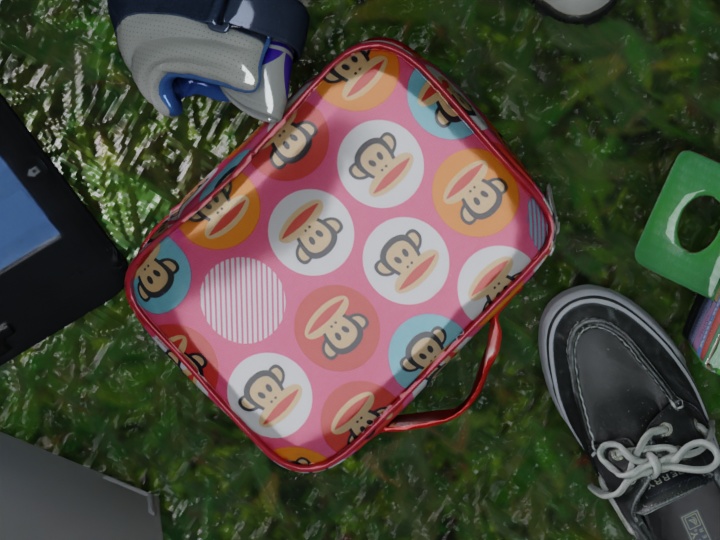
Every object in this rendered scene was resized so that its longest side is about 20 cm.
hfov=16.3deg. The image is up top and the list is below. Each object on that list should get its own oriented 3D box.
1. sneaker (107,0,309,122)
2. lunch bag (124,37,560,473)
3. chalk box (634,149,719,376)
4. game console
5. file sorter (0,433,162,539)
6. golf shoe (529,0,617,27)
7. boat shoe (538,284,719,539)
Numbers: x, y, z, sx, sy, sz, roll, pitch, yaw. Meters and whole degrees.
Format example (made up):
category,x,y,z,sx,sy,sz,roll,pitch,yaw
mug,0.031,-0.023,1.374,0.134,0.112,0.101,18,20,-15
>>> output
category,x,y,z,sx,sy,sz,roll,pitch,yaw
sneaker,-0.029,-0.146,1.235,0.199,0.081,0.147,-15,76,12
lunch bag,0.000,0.000,1.268,0.200,0.082,0.176,-42,94,5
chalk box,0.237,0.009,1.241,0.199,0.124,0.125,24,97,-1
game console,-0.231,-0.013,1.245,0.176,0.031,0.200,-28,135,6
file sorter,-0.183,0.171,1.221,0.138,0.200,0.125,24,101,-12
golf shoe,0.113,-0.220,1.234,0.077,0.095,0.201,6,99,0
boat shoe,0.151,0.101,1.282,0.073,0.068,0.200,-22,96,4
